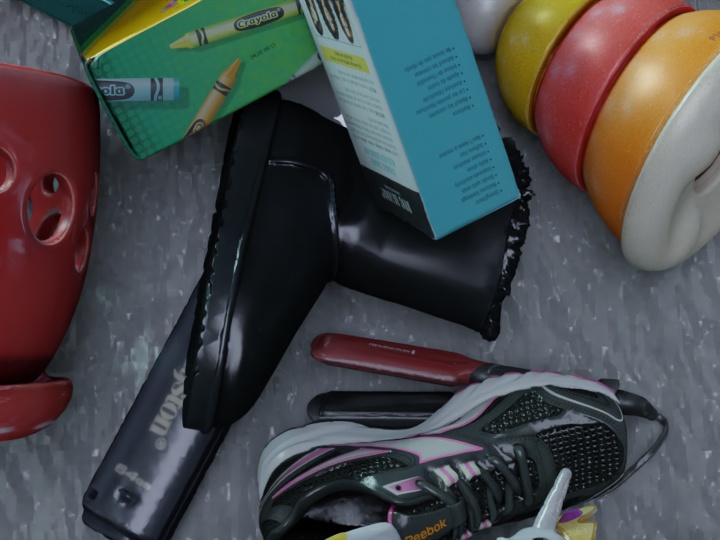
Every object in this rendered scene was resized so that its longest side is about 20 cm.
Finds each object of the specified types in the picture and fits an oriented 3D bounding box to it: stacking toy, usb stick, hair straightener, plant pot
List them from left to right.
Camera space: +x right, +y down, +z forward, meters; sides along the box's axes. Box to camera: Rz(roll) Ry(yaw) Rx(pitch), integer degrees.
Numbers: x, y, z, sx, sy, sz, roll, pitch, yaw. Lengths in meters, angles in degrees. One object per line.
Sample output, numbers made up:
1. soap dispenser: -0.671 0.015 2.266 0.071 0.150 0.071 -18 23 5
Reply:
1. plant pot: -0.229 -0.006 0.758 0.198 0.200 0.185 -2 88 3
2. usb stick: -0.086 0.057 0.821 0.055 0.033 0.202 27 84 6
3. hair straightener: 0.068 0.084 0.814 0.197 0.041 0.078 6 108 -1
4. stacking toy: 0.124 -0.108 0.806 0.199 0.146 0.146 38 85 26

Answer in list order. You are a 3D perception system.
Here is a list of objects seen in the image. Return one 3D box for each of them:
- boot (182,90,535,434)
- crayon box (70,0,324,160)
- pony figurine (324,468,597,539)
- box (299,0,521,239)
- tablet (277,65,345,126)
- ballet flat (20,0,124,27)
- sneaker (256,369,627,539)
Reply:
1. boot: 0.000 0.001 0.779 0.161 0.073 0.201 14 67 -10
2. crayon box: -0.048 -0.139 0.781 0.198 0.119 0.059 -29 112 -4
3. pony figurine: 0.045 0.196 0.675 0.198 0.166 0.196 -2 89 -41
4. box: 0.008 -0.120 0.691 0.049 0.082 0.202 -26 111 -12
5. tablet: -0.002 -0.189 0.863 0.129 0.014 0.201 33 84 7
6. ballet flat: -0.205 -0.189 0.855 0.198 0.068 0.076 17 61 0
7. sneaker: 0.040 0.115 0.757 0.198 0.086 0.081 -16 108 10
